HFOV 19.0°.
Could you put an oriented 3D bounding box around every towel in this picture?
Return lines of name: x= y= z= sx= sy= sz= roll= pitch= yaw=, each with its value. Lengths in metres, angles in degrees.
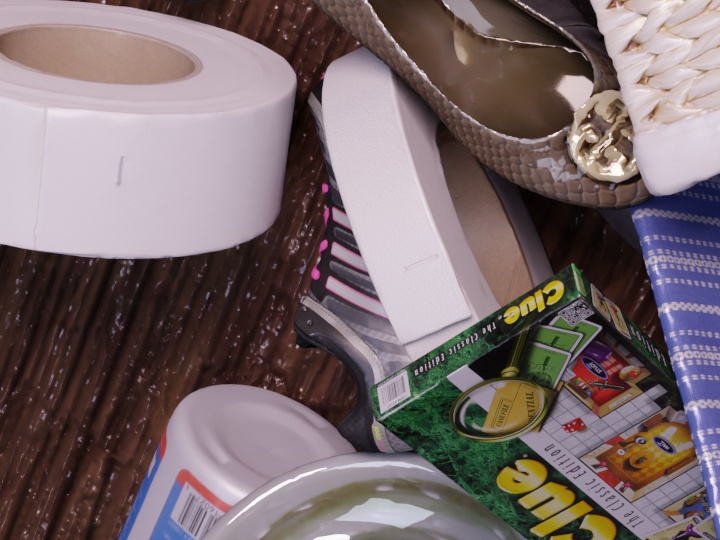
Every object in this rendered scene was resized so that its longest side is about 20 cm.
towel: x=0.180 y=0.039 z=0.910 sx=0.024 sy=0.144 sz=0.201 roll=-38 pitch=55 yaw=45

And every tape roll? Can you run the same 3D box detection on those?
tape roll: x=0.044 y=-0.011 z=0.971 sx=0.037 sy=0.203 sz=0.204 roll=-23 pitch=94 yaw=16
tape roll: x=-0.132 y=-0.073 z=1.044 sx=0.201 sy=0.202 sz=0.071 roll=17 pitch=111 yaw=21

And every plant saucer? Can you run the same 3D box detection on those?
plant saucer: x=0.004 y=0.182 z=1.004 sx=0.199 sy=0.201 sz=0.050 roll=15 pitch=150 yaw=22

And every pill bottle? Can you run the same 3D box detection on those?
pill bottle: x=-0.081 y=0.170 z=1.141 sx=0.112 sy=0.112 sz=0.201 roll=33 pitch=117 yaw=15

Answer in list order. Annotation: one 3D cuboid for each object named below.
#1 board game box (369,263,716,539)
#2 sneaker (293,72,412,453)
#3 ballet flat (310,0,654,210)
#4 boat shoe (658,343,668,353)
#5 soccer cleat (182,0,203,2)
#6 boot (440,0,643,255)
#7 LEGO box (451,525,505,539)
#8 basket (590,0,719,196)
board game box: x=0.104 y=0.079 z=0.915 sx=0.104 sy=0.024 sz=0.200 roll=-31 pitch=131 yaw=23
sneaker: x=0.000 y=0.000 z=1.044 sx=0.087 sy=0.074 sz=0.201 roll=-23 pitch=76 yaw=15
ballet flat: x=0.044 y=-0.096 z=0.885 sx=0.200 sy=0.046 sz=0.067 roll=39 pitch=79 yaw=9
boat shoe: x=0.206 y=0.084 z=0.994 sx=0.199 sy=0.073 sz=0.064 roll=14 pitch=106 yaw=15
soccer cleat: x=-0.116 y=-0.228 z=1.059 sx=0.067 sy=0.081 sz=0.202 roll=-10 pitch=100 yaw=29
boot: x=0.090 y=-0.064 z=0.973 sx=0.200 sy=0.132 sz=0.070 roll=49 pitch=119 yaw=6
LEGO box: x=0.126 y=0.202 z=1.064 sx=0.148 sy=0.077 sz=0.201 roll=-24 pitch=93 yaw=31
basket: x=0.202 y=-0.143 z=0.859 sx=0.199 sy=0.198 sz=0.162 roll=-22 pitch=90 yaw=31
